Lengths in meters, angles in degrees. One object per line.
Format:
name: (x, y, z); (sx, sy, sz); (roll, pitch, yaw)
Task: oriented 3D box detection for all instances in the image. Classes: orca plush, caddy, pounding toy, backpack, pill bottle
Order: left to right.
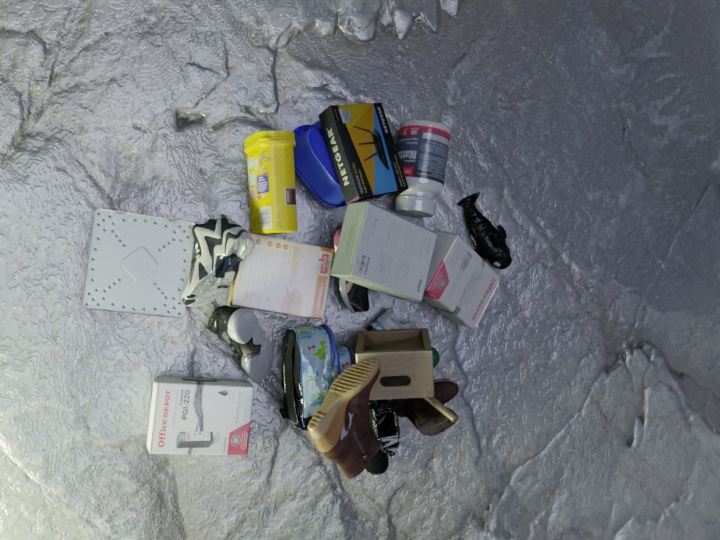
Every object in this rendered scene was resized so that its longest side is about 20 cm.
backpack: (-0.090, 0.214, 1.395); (0.146, 0.183, 0.202); (-5, 89, -19)
caddy: (-0.070, -0.235, 1.451); (0.200, 0.105, 0.141); (53, 51, -11)
pounding toy: (0.094, 0.217, 1.394); (0.198, 0.184, 0.143); (-2, 102, 3)
pill bottle: (0.134, -0.228, 1.511); (0.119, 0.119, 0.202); (9, 86, -19)
orca plush: (0.315, -0.093, 1.598); (0.105, 0.071, 0.201); (-20, 96, -18)

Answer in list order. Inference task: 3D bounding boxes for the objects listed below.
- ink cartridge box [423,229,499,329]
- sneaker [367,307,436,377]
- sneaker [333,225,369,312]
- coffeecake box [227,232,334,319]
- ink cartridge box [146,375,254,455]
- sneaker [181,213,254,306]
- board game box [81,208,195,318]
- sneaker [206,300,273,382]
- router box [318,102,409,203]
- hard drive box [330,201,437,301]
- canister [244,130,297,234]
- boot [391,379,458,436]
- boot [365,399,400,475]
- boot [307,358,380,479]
ink cartridge box: (0.213, 0.023, 1.520); (0.200, 0.083, 0.147); (39, 76, -39)
sneaker: (0.114, 0.165, 1.526); (0.200, 0.075, 0.087); (45, 70, -13)
sneaker: (0.000, 0.000, 1.451); (0.086, 0.080, 0.201); (-2, 113, 23)
coffeecake box: (-0.170, 0.014, 1.426); (0.199, 0.073, 0.155); (11, 84, -19)
ink cartridge box: (-0.327, 0.297, 1.363); (0.199, 0.085, 0.147); (6, 87, -17)
sneaker: (-0.314, -0.031, 1.368); (0.079, 0.130, 0.200); (16, 117, -49)
board game box: (-0.449, -0.012, 1.354); (0.199, 0.026, 0.202); (8, 87, -19)
sneaker: (-0.254, 0.143, 1.397); (0.075, 0.113, 0.201); (-42, 138, -31)
router box: (0.008, -0.250, 1.411); (0.149, 0.051, 0.201); (-15, 85, -39)
hard drive box: (0.052, -0.036, 1.391); (0.199, 0.077, 0.157); (21, 79, -35)
canister: (-0.185, -0.178, 1.386); (0.086, 0.148, 0.202); (-4, 93, -24)
boot: (0.178, 0.303, 1.476); (0.185, 0.200, 0.065); (-18, 95, -18)
boot: (0.042, 0.365, 1.448); (0.073, 0.162, 0.200); (-10, 92, -17)
boot: (-0.004, 0.290, 1.312); (0.200, 0.072, 0.167); (-48, 124, -19)
